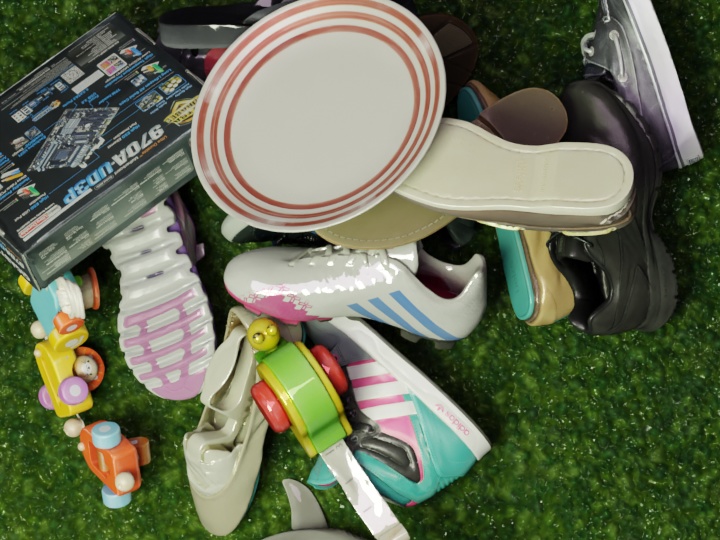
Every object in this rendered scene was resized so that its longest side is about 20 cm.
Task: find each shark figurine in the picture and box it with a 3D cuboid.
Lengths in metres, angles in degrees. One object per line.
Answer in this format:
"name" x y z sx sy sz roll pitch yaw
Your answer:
"shark figurine" -0.082 0.244 1.711 0.214 0.090 0.128 -31 79 4

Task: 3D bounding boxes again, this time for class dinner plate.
"dinner plate" -0.029 -0.114 1.613 0.200 0.024 0.200 -9 61 17

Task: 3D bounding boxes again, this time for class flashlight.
"flashlight" -0.084 -0.145 1.720 0.200 0.068 0.068 27 89 36

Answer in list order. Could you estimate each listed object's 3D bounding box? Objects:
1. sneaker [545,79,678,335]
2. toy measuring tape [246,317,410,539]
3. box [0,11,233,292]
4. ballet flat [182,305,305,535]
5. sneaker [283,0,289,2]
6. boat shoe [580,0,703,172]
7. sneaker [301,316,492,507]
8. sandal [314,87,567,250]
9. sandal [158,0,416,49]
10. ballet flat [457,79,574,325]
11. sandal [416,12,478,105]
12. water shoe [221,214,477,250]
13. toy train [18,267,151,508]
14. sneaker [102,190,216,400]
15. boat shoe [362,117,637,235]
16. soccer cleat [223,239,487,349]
"sneaker" 0.180 -0.045 1.668 0.076 0.091 0.200 -12 92 53
"toy measuring tape" -0.024 0.119 1.633 0.074 0.074 0.200 -33 85 5
"box" -0.215 -0.095 1.690 0.200 0.046 0.159 -38 51 -15
"ballet flat" -0.104 0.115 1.712 0.069 0.069 0.200 21 105 11
"sneaker" -0.037 -0.280 1.762 0.080 0.076 0.200 9 86 16
"boat shoe" 0.203 -0.169 1.712 0.068 0.072 0.200 -19 89 6
"sneaker" -0.009 0.112 1.715 0.200 0.084 0.121 42 83 10
"sandal" 0.057 -0.068 1.663 0.212 0.070 0.078 -27 82 -9
"sandal" -0.057 -0.198 1.691 0.200 0.076 0.043 -2 111 5
"ballet flat" 0.129 -0.056 1.723 0.063 0.069 0.200 -13 84 -20
"sandal" 0.008 -0.130 1.748 0.082 0.055 0.200 33 108 -26
"water shoe" -0.006 -0.034 1.712 0.200 0.072 0.079 -12 83 -7
"toy train" -0.207 0.076 1.720 0.056 0.150 0.200 -21 119 -26
"sneaker" -0.155 0.002 1.748 0.080 0.088 0.200 -16 91 16
"boat shoe" 0.101 -0.063 1.593 0.200 0.060 0.072 7 67 16
"soccer cleat" 0.000 0.000 1.661 0.200 0.086 0.070 10 41 -9
